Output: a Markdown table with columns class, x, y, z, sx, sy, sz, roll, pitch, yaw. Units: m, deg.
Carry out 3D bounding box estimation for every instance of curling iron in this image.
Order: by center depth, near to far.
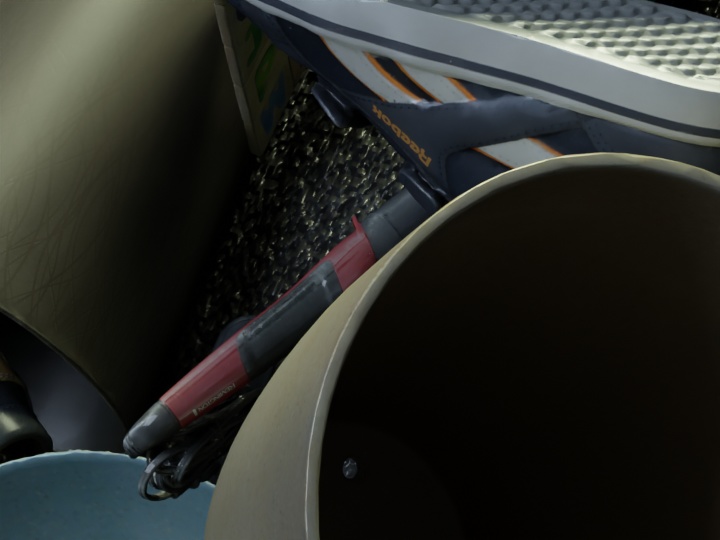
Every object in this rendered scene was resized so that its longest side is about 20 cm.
| class | x | y | z | sx | sy | sz | roll | pitch | yaw |
| --- | --- | --- | --- | --- | --- | --- | --- | --- | --- |
| curling iron | 0.000 | 0.000 | 0.809 | 0.200 | 0.026 | 0.050 | -43 | -13 | -10 |

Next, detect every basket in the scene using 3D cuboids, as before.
| class | x | y | z | sx | sy | sz | roll | pitch | yaw |
| --- | --- | --- | --- | --- | --- | --- | --- | --- | --- |
| basket | -0.111 | -0.050 | 1.027 | 0.135 | 0.181 | 0.201 | 19 | 68 | 21 |

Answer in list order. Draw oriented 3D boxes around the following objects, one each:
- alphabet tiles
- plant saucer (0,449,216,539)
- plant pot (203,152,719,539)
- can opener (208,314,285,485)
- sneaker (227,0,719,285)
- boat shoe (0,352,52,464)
| class | x | y | z | sx | sy | sz | roll | pitch | yaw |
| --- | --- | --- | --- | --- | --- | --- | --- | --- | --- |
| alphabet tiles | -0.006 | -0.162 | 0.978 | 0.008 | 0.167 | 0.201 | 22 | 72 | 12 |
| plant saucer | -0.088 | 0.162 | 0.857 | 0.199 | 0.039 | 0.203 | -1 | 86 | 13 |
| plant pot | 0.031 | 0.077 | 0.731 | 0.200 | 0.186 | 0.188 | -20 | 49 | 64 |
| can opener | -0.064 | 0.113 | 0.932 | 0.063 | 0.078 | 0.201 | 98 | -172 | -66 |
| sneaker | 0.030 | -0.054 | 0.762 | 0.199 | 0.078 | 0.080 | 25 | 124 | 26 |
| boat shoe | -0.158 | 0.121 | 0.982 | 0.062 | 0.074 | 0.201 | 37 | 127 | 33 |
